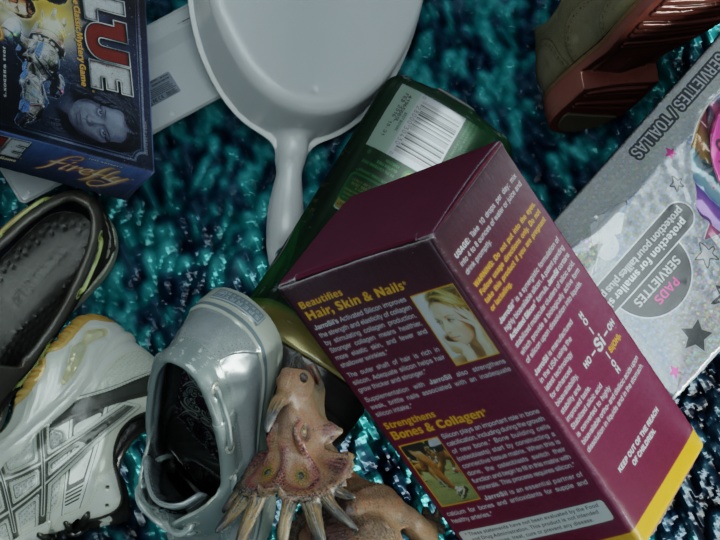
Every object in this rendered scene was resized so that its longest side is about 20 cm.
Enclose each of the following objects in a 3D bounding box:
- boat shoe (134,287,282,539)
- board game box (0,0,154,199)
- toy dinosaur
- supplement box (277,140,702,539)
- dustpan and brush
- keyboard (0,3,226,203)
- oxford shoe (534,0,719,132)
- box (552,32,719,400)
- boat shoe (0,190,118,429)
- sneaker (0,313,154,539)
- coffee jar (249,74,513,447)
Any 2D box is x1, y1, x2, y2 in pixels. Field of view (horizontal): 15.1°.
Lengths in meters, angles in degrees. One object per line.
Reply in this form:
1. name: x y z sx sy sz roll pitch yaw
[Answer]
1. boat shoe: -0.088 0.097 1.409 0.070 0.201 0.071 30 48 22
2. board game box: -0.180 -0.145 1.462 0.135 0.035 0.201 14 56 -32
3. toy dinosaur: -0.003 0.153 1.373 0.086 0.136 0.200 -35 70 11
4. supplement box: 0.067 0.048 1.375 0.200 0.110 0.086 55 45 -18
5. dustpan and brush: -0.034 -0.099 1.514 0.139 0.057 0.201 5 78 -17
6. keyboard: -0.117 -0.106 1.515 0.200 0.011 0.056 -30 88 -19
7. oxford shoe: 0.148 -0.152 1.464 0.070 0.200 0.075 -4 65 -36
8. box: 0.183 -0.029 1.467 0.115 0.132 0.200 41 80 4
9. boat shoe: -0.208 0.038 1.480 0.072 0.061 0.201 35 81 5
10. sneaker: -0.170 0.122 1.459 0.088 0.076 0.200 35 82 4
11. coffee jar: 0.000 0.000 1.472 0.085 0.104 0.200 31 81 6
